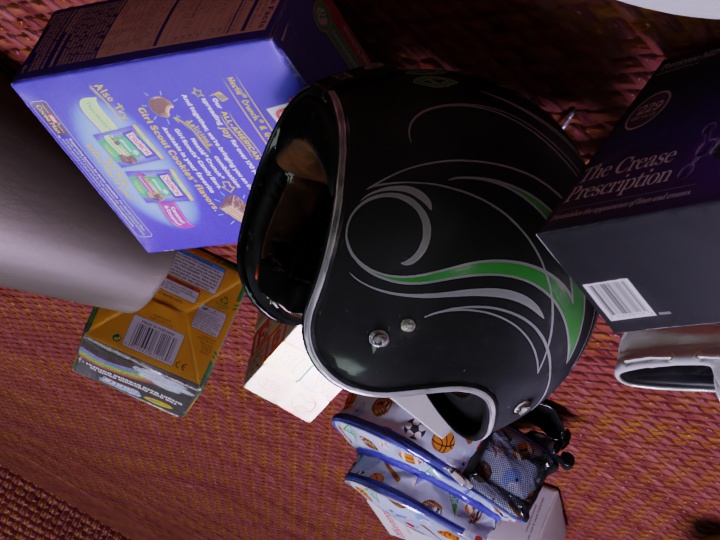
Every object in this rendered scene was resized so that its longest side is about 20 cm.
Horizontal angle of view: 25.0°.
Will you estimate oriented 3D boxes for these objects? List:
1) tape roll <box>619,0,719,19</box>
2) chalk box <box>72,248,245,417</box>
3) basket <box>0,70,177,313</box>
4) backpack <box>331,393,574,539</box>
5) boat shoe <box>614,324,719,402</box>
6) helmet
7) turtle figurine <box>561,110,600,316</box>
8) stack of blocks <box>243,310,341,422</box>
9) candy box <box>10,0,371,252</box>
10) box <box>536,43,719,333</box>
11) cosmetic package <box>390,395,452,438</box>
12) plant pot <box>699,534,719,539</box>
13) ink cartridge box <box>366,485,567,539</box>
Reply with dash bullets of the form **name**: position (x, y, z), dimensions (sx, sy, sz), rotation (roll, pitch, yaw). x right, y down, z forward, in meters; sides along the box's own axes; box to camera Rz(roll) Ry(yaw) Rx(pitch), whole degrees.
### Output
- **tape roll**: position (0.123, -0.185, 0.648), dimensions (0.200, 0.066, 0.200), rotation (20, 161, 7)
- **chalk box**: position (-0.196, 0.055, 1.563), dimensions (0.124, 0.124, 0.200), rotation (25, 162, -7)
- **basket**: position (-0.254, -0.052, 1.320), dimensions (0.199, 0.181, 0.136), rotation (23, -167, -29)
- **backpack**: position (0.066, 0.166, 1.528), dimensions (0.190, 0.154, 0.200), rotation (41, 160, -15)
- **boat shoe**: position (0.266, 0.065, 1.133), dimensions (0.199, 0.069, 0.072), rotation (9, 156, 36)
- **helmet**: position (0.044, -0.010, 0.906), dimensions (0.190, 0.201, 0.200), rotation (11, 166, -22)
- **turtle figurine**: position (0.155, -0.019, 1.012), dimensions (0.149, 0.101, 0.200), rotation (18, 166, 15)
- **stack of blocks**: position (0.000, 0.000, 1.140), dimensions (0.058, 0.115, 0.200), rotation (30, 128, -17)
- **candy box**: position (-0.086, -0.096, 1.021), dimensions (0.199, 0.077, 0.169), rotation (-4, 139, 31)
- **box**: position (0.200, -0.051, 0.781), dimensions (0.079, 0.141, 0.200), rotation (50, 152, -17)
- **cosmetic package**: position (0.007, 0.049, 1.283), dimensions (0.200, 0.051, 0.083), rotation (38, -172, 10)
- **plant pot**: position (0.373, 0.348, 1.617), dimensions (0.200, 0.200, 0.142), rotation (6, 128, 41)
- **ink cartridge box**: position (0.123, 0.273, 1.822), dimensions (0.199, 0.086, 0.148), rotation (15, 159, 19)
